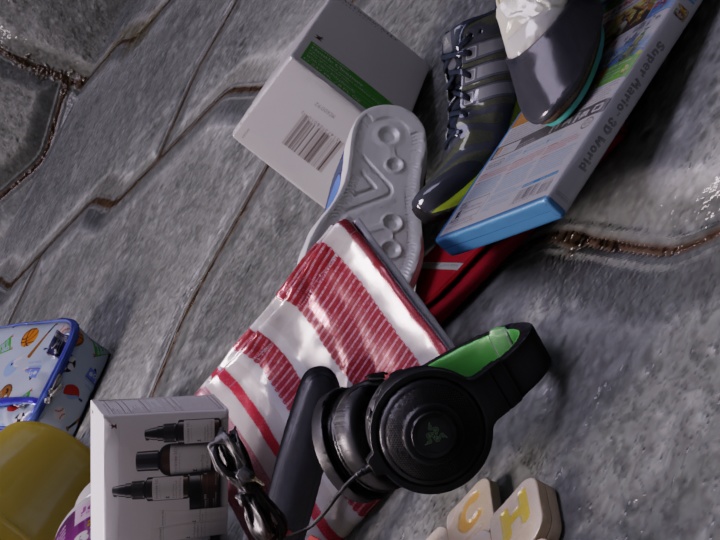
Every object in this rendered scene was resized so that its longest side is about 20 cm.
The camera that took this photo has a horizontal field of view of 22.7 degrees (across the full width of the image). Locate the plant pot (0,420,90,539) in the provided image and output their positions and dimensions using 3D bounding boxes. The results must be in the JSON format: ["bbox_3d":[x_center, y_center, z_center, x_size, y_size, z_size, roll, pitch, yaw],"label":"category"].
[{"bbox_3d":[-0.308,0.237,1.529,0.201,0.201,0.189,-40,11,46],"label":"plant pot"}]

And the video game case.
[{"bbox_3d":[0.131,-0.100,1.077,0.201,0.018,0.143,-56,14,-21],"label":"video game case"}]

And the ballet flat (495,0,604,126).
[{"bbox_3d":[0.116,-0.162,1.106,0.073,0.073,0.201,-44,14,38],"label":"ballet flat"}]

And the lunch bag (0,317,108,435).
[{"bbox_3d":[-0.374,0.135,1.969,0.199,0.076,0.161,-9,47,42],"label":"lunch bag"}]

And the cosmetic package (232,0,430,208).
[{"bbox_3d":[-0.019,-0.134,1.399,0.085,0.107,0.200,-50,9,24],"label":"cosmetic package"}]

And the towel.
[{"bbox_3d":[-0.027,0.084,1.117,0.200,0.023,0.144,-50,64,27],"label":"towel"}]

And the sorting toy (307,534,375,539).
[{"bbox_3d":[-0.017,0.232,0.873,0.200,0.069,0.200,-63,20,-7],"label":"sorting toy"}]

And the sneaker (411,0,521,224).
[{"bbox_3d":[0.079,-0.118,1.182,0.201,0.081,0.074,-59,10,-22],"label":"sneaker"}]

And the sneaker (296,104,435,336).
[{"bbox_3d":[0.000,0.000,1.240,0.147,0.080,0.201,102,-178,-58],"label":"sneaker"}]

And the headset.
[{"bbox_3d":[0.012,0.077,0.965,0.199,0.094,0.123,-36,8,-30],"label":"headset"}]

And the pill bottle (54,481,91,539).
[{"bbox_3d":[-0.164,0.221,1.264,0.113,0.112,0.200,-55,19,12],"label":"pill bottle"}]

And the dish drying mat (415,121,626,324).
[{"bbox_3d":[0.098,-0.043,1.134,0.200,0.018,0.077,-47,19,34],"label":"dish drying mat"}]

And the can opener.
[{"bbox_3d":[-0.050,0.155,1.080,0.063,0.078,0.202,-132,61,-76],"label":"can opener"}]

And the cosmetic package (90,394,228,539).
[{"bbox_3d":[-0.127,0.182,1.126,0.051,0.082,0.202,-152,61,-71],"label":"cosmetic package"}]

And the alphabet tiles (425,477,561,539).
[{"bbox_3d":[0.037,0.199,0.911,0.200,0.015,0.196,-52,19,24],"label":"alphabet tiles"}]
